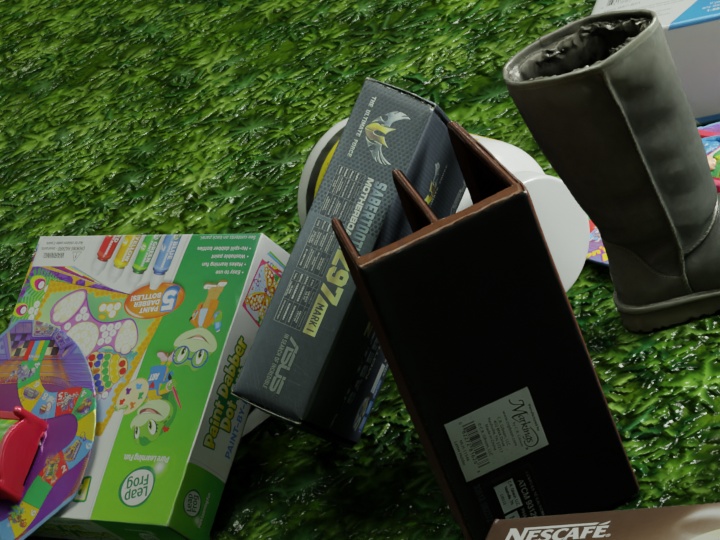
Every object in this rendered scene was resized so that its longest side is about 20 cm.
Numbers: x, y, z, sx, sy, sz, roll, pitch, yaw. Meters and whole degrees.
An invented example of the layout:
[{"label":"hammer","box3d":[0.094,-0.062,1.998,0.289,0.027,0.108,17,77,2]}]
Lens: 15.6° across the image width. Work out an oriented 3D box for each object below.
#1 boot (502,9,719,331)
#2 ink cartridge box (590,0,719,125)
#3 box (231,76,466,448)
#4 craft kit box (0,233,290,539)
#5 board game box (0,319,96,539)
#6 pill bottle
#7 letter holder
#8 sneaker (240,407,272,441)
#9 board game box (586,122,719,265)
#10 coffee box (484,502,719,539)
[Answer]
[{"label":"boot","box3d":[0.198,-0.071,1.562,0.181,0.201,0.073,-21,26,4]},{"label":"ink cartridge box","box3d":[0.251,-0.186,1.872,0.144,0.084,0.200,-11,28,23]},{"label":"box","box3d":[0.000,0.000,1.550,0.051,0.158,0.201,22,85,15]},{"label":"craft kit box","box3d":[-0.152,0.073,1.653,0.199,0.048,0.199,-1,65,38]},{"label":"board game box","box3d":[-0.254,0.116,1.647,0.200,0.039,0.158,-40,45,13]},{"label":"pill bottle","box3d":[0.055,-0.035,1.710,0.112,0.113,0.200,-35,28,-24]},{"label":"letter holder","box3d":[0.060,0.035,1.471,0.100,0.201,0.142,-25,26,-5]},{"label":"sneaker","box3d":[-0.073,0.047,1.685,0.199,0.088,0.076,-28,26,-10]},{"label":"board game box","box3d":[0.219,-0.073,1.713,0.199,0.039,0.158,-16,27,15]},{"label":"coffee box","box3d":[0.148,0.178,1.267,0.199,0.080,0.115,-7,30,29]}]
